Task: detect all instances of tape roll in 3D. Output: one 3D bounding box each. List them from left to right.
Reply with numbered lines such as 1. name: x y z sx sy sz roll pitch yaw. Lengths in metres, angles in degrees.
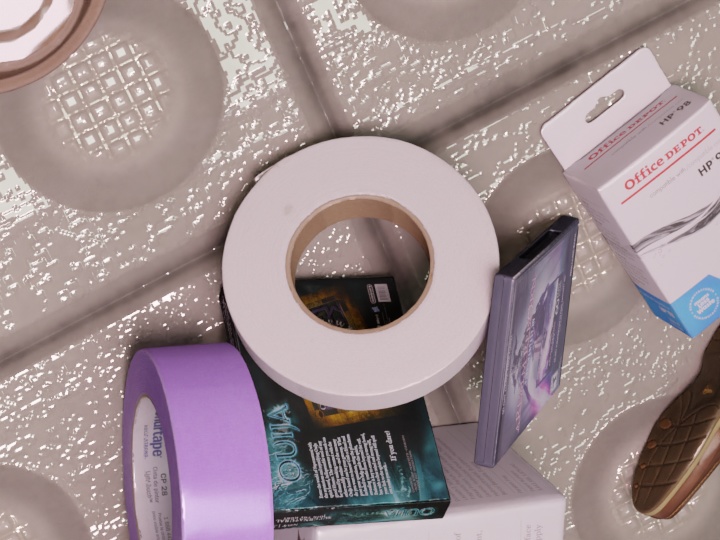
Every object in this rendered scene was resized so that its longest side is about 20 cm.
1. tape roll: -0.119 0.153 1.271 0.066 0.200 0.201 -4 108 -19
2. tape roll: 0.000 0.000 1.286 0.202 0.037 0.203 -2 68 4

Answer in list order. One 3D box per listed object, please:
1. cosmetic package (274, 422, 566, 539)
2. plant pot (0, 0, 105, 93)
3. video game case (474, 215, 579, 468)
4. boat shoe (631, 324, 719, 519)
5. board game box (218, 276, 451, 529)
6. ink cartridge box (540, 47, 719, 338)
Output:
1. cosmetic package: 0.031 0.227 1.366 0.200 0.165 0.165 -4 107 -19
2. plant pot: -0.245 -0.198 1.132 0.200 0.175 0.201 -5 107 -17
3. video game case: 0.127 0.049 1.343 0.019 0.200 0.143 10 107 17
4. boat shoe: 0.299 0.125 1.480 0.068 0.072 0.200 31 92 -23
5. board game box: -0.022 0.091 1.297 0.135 0.200 0.028 -1 142 -16
6. ink cartridge box: 0.242 -0.061 1.404 0.116 0.067 0.200 -39 115 -4
